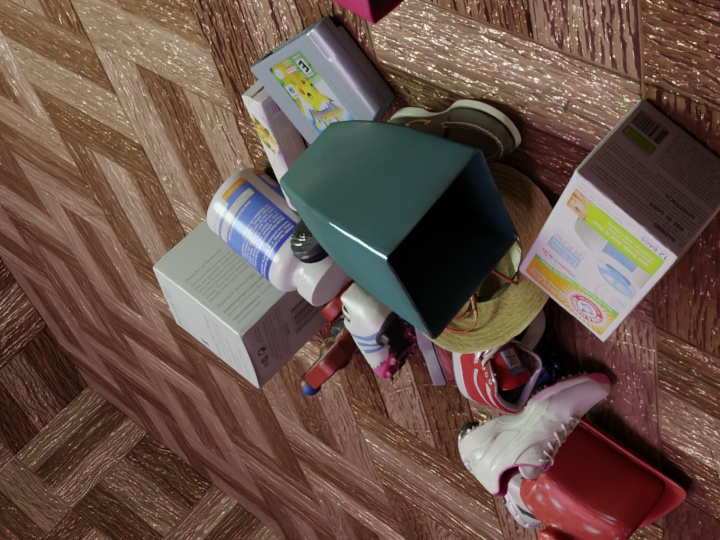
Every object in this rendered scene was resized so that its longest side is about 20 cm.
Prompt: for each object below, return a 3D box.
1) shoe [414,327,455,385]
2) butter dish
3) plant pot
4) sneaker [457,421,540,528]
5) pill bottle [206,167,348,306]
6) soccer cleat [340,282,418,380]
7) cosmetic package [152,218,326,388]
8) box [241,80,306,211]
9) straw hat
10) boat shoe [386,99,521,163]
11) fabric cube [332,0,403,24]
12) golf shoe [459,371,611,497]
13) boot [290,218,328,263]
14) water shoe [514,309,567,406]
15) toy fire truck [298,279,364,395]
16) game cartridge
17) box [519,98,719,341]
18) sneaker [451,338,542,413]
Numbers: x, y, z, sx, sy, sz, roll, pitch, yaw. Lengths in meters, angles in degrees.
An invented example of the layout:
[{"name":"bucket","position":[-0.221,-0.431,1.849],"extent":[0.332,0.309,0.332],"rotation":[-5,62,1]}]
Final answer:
[{"name":"shoe","position":[0.113,0.068,1.405],"extent":[0.201,0.090,0.072],"rotation":[68,-172,-54]},{"name":"butter dish","position":[0.273,0.289,1.464],"extent":[0.199,0.148,0.200],"rotation":[34,156,9]},{"name":"plant pot","position":[0.024,-0.059,1.170],"extent":[0.199,0.142,0.142],"rotation":[29,161,39]},{"name":"sneaker","position":[0.223,0.290,1.697],"extent":[0.200,0.074,0.080],"rotation":[46,144,-14]},{"name":"pill bottle","position":[-0.108,-0.043,1.607],"extent":[0.200,0.112,0.112],"rotation":[41,158,22]},{"name":"soccer cleat","position":[0.021,0.069,1.422],"extent":[0.086,0.070,0.200],"rotation":[37,165,18]},{"name":"cosmetic package","position":[-0.184,0.038,1.826],"extent":[0.199,0.166,0.168],"rotation":[34,156,27]},{"name":"box","position":[-0.097,-0.156,1.499],"extent":[0.039,0.041,0.201],"rotation":[28,153,37]},{"name":"straw hat","position":[0.140,-0.012,1.245],"extent":[0.200,0.203,0.085],"rotation":[31,-166,31]},{"name":"boat shoe","position":[0.083,-0.130,1.198],"extent":[0.201,0.060,0.072],"rotation":[9,138,56]},{"name":"fabric cube","position":[-0.012,-0.337,0.822],"extent":[0.199,0.200,0.197],"rotation":[33,156,31]},{"name":"golf shoe","position":[0.216,0.193,1.372],"extent":[0.075,0.199,0.092],"rotation":[29,-147,-53]},{"name":"boot","position":[0.000,-0.001,1.449],"extent":[0.065,0.165,0.201],"rotation":[-8,125,31]},{"name":"water shoe","position":[0.213,0.103,1.397],"extent":[0.078,0.072,0.201],"rotation":[13,152,3]},{"name":"toy fire truck","position":[-0.022,0.101,1.644],"extent":[0.112,0.168,0.200],"rotation":[45,158,-1]},{"name":"game cartridge","position":[-0.043,-0.206,1.325],"extent":[0.133,0.041,0.200],"rotation":[47,159,-15]},{"name":"box","position":[0.233,-0.038,1.038],"extent":[0.112,0.101,0.200],"rotation":[41,158,10]},{"name":"sneaker","position":[0.139,0.066,1.301],"extent":[0.112,0.071,0.202],"rotation":[22,133,62]}]
